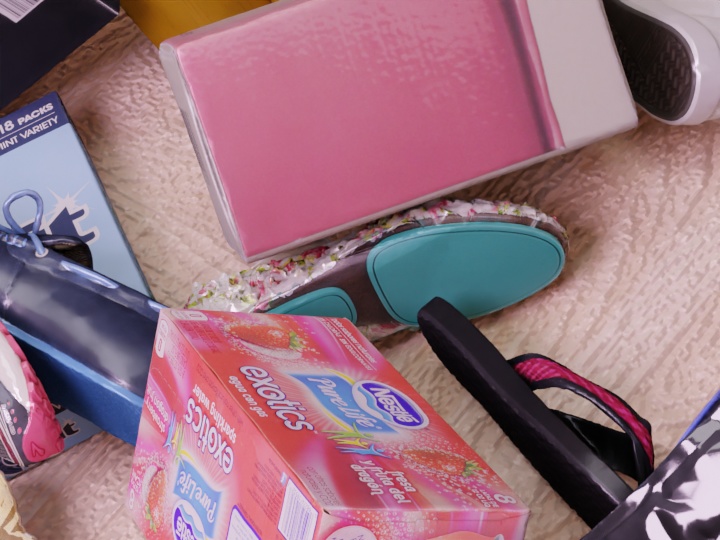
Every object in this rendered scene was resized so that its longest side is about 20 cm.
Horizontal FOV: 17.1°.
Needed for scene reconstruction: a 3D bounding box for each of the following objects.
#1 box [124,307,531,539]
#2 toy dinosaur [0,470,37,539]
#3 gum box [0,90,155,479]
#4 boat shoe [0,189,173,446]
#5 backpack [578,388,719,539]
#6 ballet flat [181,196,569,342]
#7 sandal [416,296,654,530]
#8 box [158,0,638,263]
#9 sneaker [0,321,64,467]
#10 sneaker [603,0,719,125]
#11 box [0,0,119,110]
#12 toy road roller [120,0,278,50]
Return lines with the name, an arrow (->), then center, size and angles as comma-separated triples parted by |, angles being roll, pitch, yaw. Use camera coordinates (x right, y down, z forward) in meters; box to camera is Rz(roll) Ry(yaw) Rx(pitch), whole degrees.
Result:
box -> -0.020, 0.100, 1.010 | 0.094, 0.103, 0.200 | 4, 19, -25
toy dinosaur -> -0.183, 0.137, 1.104 | 0.199, 0.058, 0.102 | 19, 76, 12
gum box -> -0.197, 0.018, 1.236 | 0.169, 0.045, 0.200 | -27, 49, -3
boat shoe -> -0.149, 0.017, 1.150 | 0.200, 0.084, 0.069 | 32, 63, 18
backpack -> 0.185, 0.129, 0.905 | 0.200, 0.154, 0.191 | 40, 113, 35
ballet flat -> 0.000, 0.000, 1.162 | 0.199, 0.076, 0.064 | -18, 39, 2
sandal -> 0.093, 0.066, 1.070 | 0.045, 0.075, 0.200 | -34, 46, -9
box -> 0.014, -0.090, 1.155 | 0.199, 0.109, 0.128 | -20, 8, -6
sneaker -> -0.220, 0.051, 1.130 | 0.199, 0.081, 0.075 | 20, 52, 33
sneaker -> 0.148, -0.130, 1.231 | 0.084, 0.073, 0.200 | -7, 35, -27
box -> -0.220, -0.152, 1.309 | 0.200, 0.079, 0.142 | -33, 43, 32
toy road roller -> -0.048, -0.168, 1.290 | 0.146, 0.123, 0.200 | -48, 46, -5
